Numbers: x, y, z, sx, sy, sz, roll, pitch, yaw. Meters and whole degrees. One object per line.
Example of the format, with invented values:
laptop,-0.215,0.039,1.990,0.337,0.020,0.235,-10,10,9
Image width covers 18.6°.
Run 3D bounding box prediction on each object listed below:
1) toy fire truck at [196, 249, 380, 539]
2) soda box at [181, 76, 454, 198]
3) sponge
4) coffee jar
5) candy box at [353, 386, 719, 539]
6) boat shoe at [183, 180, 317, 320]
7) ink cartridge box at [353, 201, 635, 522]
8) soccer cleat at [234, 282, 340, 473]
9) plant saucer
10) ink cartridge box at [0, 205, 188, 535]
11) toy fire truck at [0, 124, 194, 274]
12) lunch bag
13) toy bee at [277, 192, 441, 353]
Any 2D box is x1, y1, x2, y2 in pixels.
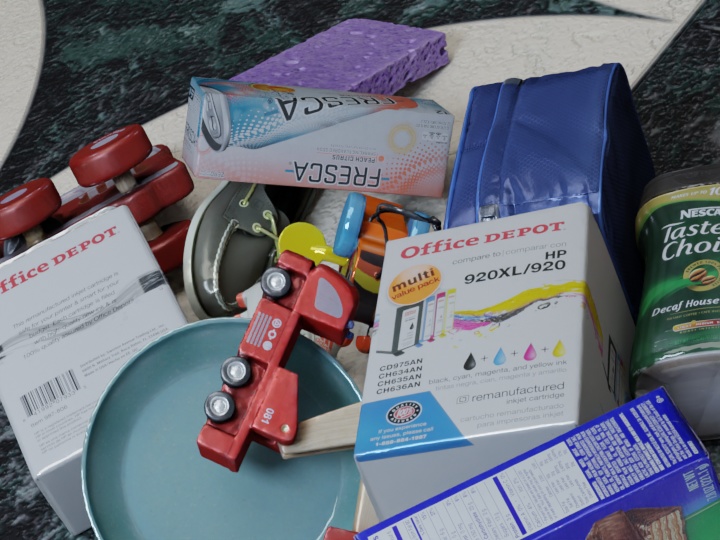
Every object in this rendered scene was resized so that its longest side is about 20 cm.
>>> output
toy fire truck,-0.029,0.101,1.434,0.140,0.049,0.201,23,75,5
soda box,-0.032,-0.101,1.674,0.198,0.069,0.064,4,15,-17
sponge,-0.029,-0.157,1.804,0.111,0.030,0.200,14,34,37
coffee jar,0.234,0.015,1.467,0.103,0.086,0.201,-9,40,17
candy box,0.119,0.187,1.256,0.199,0.170,0.077,-25,34,-1
boat shoe,-0.081,-0.038,1.705,0.060,0.072,0.202,-8,36,26
ink cartridge box,0.093,0.083,1.411,0.146,0.145,0.201,-10,40,17
soccer cleat,-0.051,0.070,1.569,0.077,0.070,0.201,-12,37,8
plant saucer,-0.086,0.133,1.468,0.198,0.036,0.202,0,75,-1
ink cartridge box,-0.190,0.069,1.600,0.144,0.084,0.201,-27,49,-4
toy fire truck,-0.226,-0.037,1.770,0.199,0.113,0.168,-31,14,-10
lunch bag,0.129,-0.051,1.557,0.131,0.136,0.201,-8,41,19
toy bee,0.000,0.000,1.583,0.130,0.200,0.110,18,93,15
